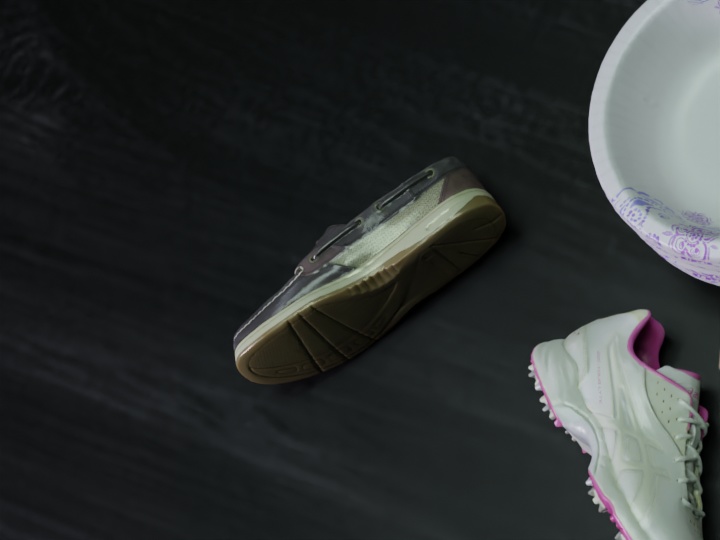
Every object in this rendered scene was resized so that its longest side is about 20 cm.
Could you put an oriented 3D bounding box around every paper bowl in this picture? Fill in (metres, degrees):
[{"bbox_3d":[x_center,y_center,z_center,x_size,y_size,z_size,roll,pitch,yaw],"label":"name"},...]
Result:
[{"bbox_3d":[0.248,-0.085,1.694,0.201,0.104,0.201,-9,69,24],"label":"paper bowl"}]

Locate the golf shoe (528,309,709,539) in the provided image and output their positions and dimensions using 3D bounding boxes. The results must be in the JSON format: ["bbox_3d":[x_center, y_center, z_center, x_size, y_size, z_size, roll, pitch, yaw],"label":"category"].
[{"bbox_3d":[0.177,0.109,1.679,0.092,0.075,0.200,-31,63,9],"label":"golf shoe"}]

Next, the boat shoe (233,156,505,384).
[{"bbox_3d":[0.000,-0.001,1.810,0.201,0.072,0.066,-34,51,10],"label":"boat shoe"}]
